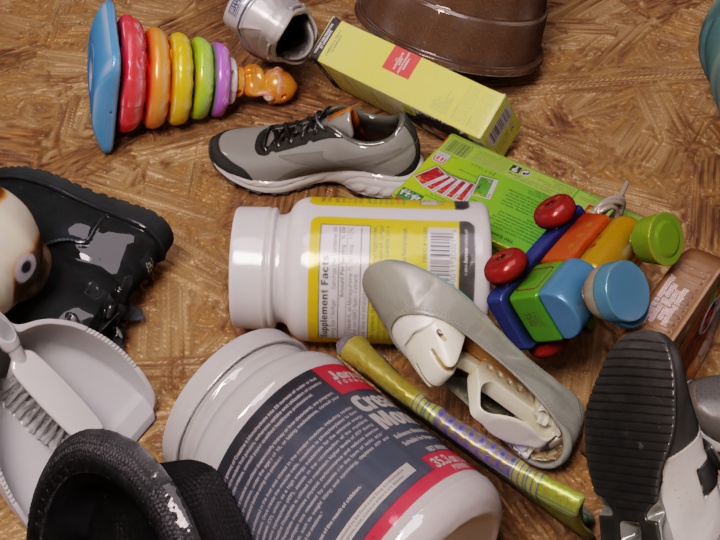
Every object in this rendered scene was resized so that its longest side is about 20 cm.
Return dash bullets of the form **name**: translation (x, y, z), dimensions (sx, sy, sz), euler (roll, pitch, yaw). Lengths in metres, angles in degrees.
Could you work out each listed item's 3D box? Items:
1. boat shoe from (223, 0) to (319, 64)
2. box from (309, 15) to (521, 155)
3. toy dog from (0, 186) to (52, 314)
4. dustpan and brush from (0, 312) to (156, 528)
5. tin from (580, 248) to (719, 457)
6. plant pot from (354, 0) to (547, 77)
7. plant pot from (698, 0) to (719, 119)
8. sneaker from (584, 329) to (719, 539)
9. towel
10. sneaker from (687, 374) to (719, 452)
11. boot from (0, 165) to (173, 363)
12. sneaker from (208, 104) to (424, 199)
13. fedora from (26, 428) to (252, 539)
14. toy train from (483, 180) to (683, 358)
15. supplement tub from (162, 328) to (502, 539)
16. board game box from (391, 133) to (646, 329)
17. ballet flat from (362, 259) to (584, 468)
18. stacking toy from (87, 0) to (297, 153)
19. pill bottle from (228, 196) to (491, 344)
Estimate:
- **boat shoe**: translation (-0.074, -0.225, 1.138), dimensions (0.065, 0.074, 0.200), euler (36, 12, 6)
- **box**: translation (0.051, -0.170, 1.121), dimensions (0.199, 0.075, 0.050), euler (30, 86, 27)
- **toy dog**: translation (-0.326, 0.008, 0.875), dimensions (0.198, 0.140, 0.195), euler (-18, 30, 14)
- **dustpan and brush**: translation (-0.230, 0.069, 0.818), dimensions (0.200, 0.057, 0.140), euler (50, 51, -14)
- **tin**: translation (0.220, 0.064, 0.876), dimensions (0.042, 0.113, 0.200), euler (27, 50, 23)
- **plant pot**: translation (0.112, -0.321, 1.154), dimensions (0.198, 0.200, 0.201), euler (12, 32, -7)
- **plant pot**: translation (0.395, -0.134, 1.029), dimensions (0.198, 0.201, 0.198), euler (7, 53, 6)
- **sneaker**: translation (0.201, 0.137, 0.778), dimensions (0.088, 0.203, 0.074), euler (-5, 5, -36)
- **towel**: translation (0.075, 0.113, 0.812), dimensions (0.199, 0.144, 0.023), euler (34, 83, 25)
- **sneaker**: translation (0.334, 0.093, 0.870), dimensions (0.198, 0.082, 0.078), euler (6, 46, 4)
- **boot**: translation (-0.261, 0.006, 0.961), dimensions (0.196, 0.074, 0.163), euler (16, 53, 17)
- **sneaker**: translation (-0.040, -0.116, 1.070), dimensions (0.198, 0.080, 0.074), euler (2, 46, 9)
- **fedora**: translation (-0.120, 0.188, 0.720), dimensions (0.200, 0.202, 0.091), euler (38, 30, 31)
- **toy train**: translation (0.191, -0.023, 0.882), dimensions (0.115, 0.085, 0.200), euler (-8, 30, 52)
- **supplement tub**: translation (-0.020, 0.143, 0.777), dimensions (0.199, 0.141, 0.140), euler (36, 55, 29)
- **board game box**: translation (0.135, -0.038, 1.019), dimensions (0.199, 0.048, 0.102), euler (26, 51, 23)
- **ballet flat**: translation (0.078, 0.069, 0.852), dimensions (0.199, 0.067, 0.064), euler (38, 42, -8)
- **stacking toy**: translation (-0.157, -0.182, 1.132), dimensions (0.198, 0.117, 0.110), euler (0, 47, -17)
- **pill bottle**: translation (0.000, 0.000, 0.935), dimensions (0.198, 0.115, 0.115), euler (2, 45, 1)
